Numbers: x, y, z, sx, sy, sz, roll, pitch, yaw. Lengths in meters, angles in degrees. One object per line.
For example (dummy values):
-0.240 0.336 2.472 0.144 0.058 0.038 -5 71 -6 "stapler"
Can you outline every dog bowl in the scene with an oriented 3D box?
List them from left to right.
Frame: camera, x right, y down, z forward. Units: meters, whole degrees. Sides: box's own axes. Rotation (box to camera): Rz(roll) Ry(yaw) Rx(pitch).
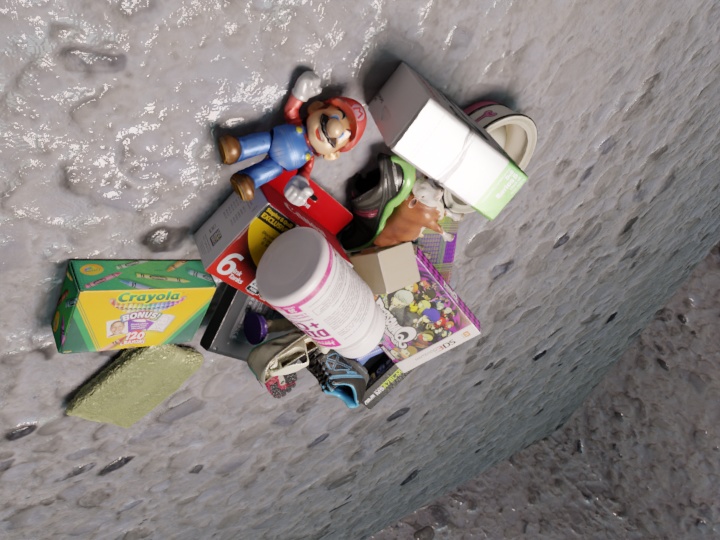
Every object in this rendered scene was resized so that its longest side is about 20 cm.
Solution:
0.202 -0.197 1.047 0.197 0.074 0.202 -25 146 -18 "dog bowl"

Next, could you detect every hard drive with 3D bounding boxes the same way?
-0.159 0.089 1.033 0.199 0.033 0.142 27 89 -49 "hard drive"

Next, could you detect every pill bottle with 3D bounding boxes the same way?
-0.048 0.040 0.862 0.113 0.114 0.200 -39 137 5 "pill bottle"

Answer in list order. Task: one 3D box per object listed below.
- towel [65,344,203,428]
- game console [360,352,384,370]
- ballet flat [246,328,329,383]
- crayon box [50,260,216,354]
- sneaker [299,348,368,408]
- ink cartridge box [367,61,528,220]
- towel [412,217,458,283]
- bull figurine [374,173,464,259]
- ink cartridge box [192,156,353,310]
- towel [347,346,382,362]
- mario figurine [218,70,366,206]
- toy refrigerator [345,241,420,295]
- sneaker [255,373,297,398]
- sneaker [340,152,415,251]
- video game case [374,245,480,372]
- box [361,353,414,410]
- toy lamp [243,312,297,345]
-0.370 0.185 1.012 0.199 0.037 0.148 -40 148 5 "towel"
-0.023 0.111 1.189 0.200 0.176 0.116 -46 176 17 "game console"
-0.083 0.116 0.969 0.197 0.064 0.068 -28 148 -21 "ballet flat"
-0.317 0.048 0.865 0.197 0.059 0.120 -1 134 -44 "crayon box"
-0.063 0.180 1.154 0.198 0.083 0.073 37 123 -17 "sneaker"
0.119 -0.180 0.855 0.198 0.147 0.084 29 114 -30 "ink cartridge box"
0.131 -0.021 1.178 0.142 0.023 0.205 -5 109 -43 "towel"
0.096 -0.085 1.029 0.120 0.066 0.199 30 145 -18 "bull figurine"
-0.109 -0.044 0.897 0.175 0.084 0.199 -44 137 11 "ink cartridge box"
0.000 0.086 1.156 0.142 0.024 0.203 -23 119 4 "towel"
-0.076 -0.167 0.778 0.197 0.106 0.125 -28 145 -17 "mario figurine"
0.000 0.000 0.999 0.075 0.072 0.198 -18 -173 -36 "toy refrigerator"
-0.179 0.153 1.131 0.080 0.074 0.203 -32 136 -26 "sneaker"
0.014 -0.114 0.989 0.082 0.078 0.201 23 129 -16 "sneaker"
0.089 0.077 1.098 0.179 0.036 0.200 -31 114 27 "video game case"
0.064 0.165 1.284 0.047 0.194 0.200 41 104 -21 "box"
-0.099 0.090 1.028 0.197 0.059 0.059 -5 137 -44 "toy lamp"
